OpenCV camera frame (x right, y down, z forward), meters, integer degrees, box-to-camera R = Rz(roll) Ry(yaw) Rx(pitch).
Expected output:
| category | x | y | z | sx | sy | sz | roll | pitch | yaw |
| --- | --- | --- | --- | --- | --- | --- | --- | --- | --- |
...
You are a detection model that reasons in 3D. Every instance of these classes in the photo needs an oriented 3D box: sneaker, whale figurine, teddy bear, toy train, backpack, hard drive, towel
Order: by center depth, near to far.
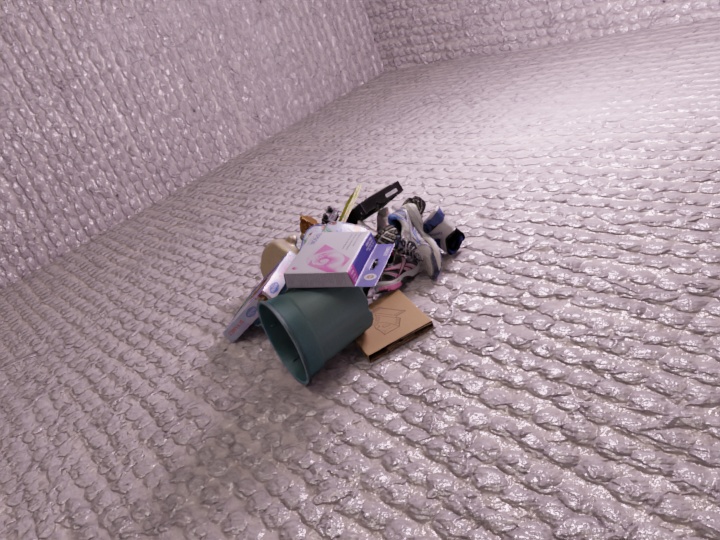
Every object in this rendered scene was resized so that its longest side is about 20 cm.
| category | x | y | z | sx | sy | sz | roll | pitch | yaw |
| --- | --- | --- | --- | --- | --- | --- | --- | --- | --- |
| backpack | -0.060 | -0.025 | 1.637 | 0.187 | 0.155 | 0.202 | 7 | 48 | -4 |
| sneaker | 0.127 | -0.064 | 1.649 | 0.084 | 0.202 | 0.077 | -19 | -21 | -22 |
| sneaker | 0.088 | -0.018 | 1.661 | 0.079 | 0.088 | 0.200 | -8 | 16 | 24 |
| sneaker | 0.202 | -0.085 | 1.733 | 0.081 | 0.115 | 0.199 | -47 | -2 | -12 |
| sneaker | 0.105 | -0.098 | 1.760 | 0.074 | 0.081 | 0.200 | 38 | 81 | 22 |
| toy train | -0.109 | -0.093 | 1.813 | 0.202 | 0.045 | 0.034 | -61 | -2 | -30 |
| towel | -0.047 | -0.154 | 1.851 | 0.086 | 0.018 | 0.202 | -47 | 14 | 44 |
| sneaker | 0.008 | -0.084 | 1.857 | 0.083 | 0.076 | 0.200 | -57 | -1 | 2 |
| sneaker | 0.081 | -0.121 | 1.876 | 0.077 | 0.101 | 0.200 | -16 | 23 | -13 |
| hard drive | 0.026 | -0.178 | 1.876 | 0.139 | 0.038 | 0.200 | -33 | -1 | -22 |
| whale figurine | -0.189 | -0.019 | 1.896 | 0.197 | 0.162 | 0.103 | 2 | -8 | 35 |
| teddy bear | -0.105 | -0.077 | 1.897 | 0.067 | 0.199 | 0.145 | -59 | -12 | 16 |

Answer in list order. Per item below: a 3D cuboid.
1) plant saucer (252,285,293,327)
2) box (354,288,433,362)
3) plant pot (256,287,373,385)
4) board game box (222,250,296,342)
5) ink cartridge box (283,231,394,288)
| category | x | y | z | sx | sy | sz | roll | pitch | yaw |
| --- | --- | --- | --- | --- | --- | --- | --- | --- | --- |
| plant saucer | -0.203 | 0.065 | 1.719 | 0.201 | 0.019 | 0.070 | -53 | 19 | -16 |
| box | 0.054 | 0.120 | 1.509 | 0.162 | 0.022 | 0.200 | -28 | 26 | -9 |
| plant pot | -0.089 | 0.106 | 1.444 | 0.194 | 0.203 | 0.199 | -31 | 25 | -20 |
| board game box | -0.257 | 0.066 | 1.754 | 0.200 | 0.041 | 0.200 | -44 | 11 | 32 |
| ink cartridge box | -0.042 | -0.028 | 1.450 | 0.196 | 0.044 | 0.197 | -2 | 28 | 18 |
